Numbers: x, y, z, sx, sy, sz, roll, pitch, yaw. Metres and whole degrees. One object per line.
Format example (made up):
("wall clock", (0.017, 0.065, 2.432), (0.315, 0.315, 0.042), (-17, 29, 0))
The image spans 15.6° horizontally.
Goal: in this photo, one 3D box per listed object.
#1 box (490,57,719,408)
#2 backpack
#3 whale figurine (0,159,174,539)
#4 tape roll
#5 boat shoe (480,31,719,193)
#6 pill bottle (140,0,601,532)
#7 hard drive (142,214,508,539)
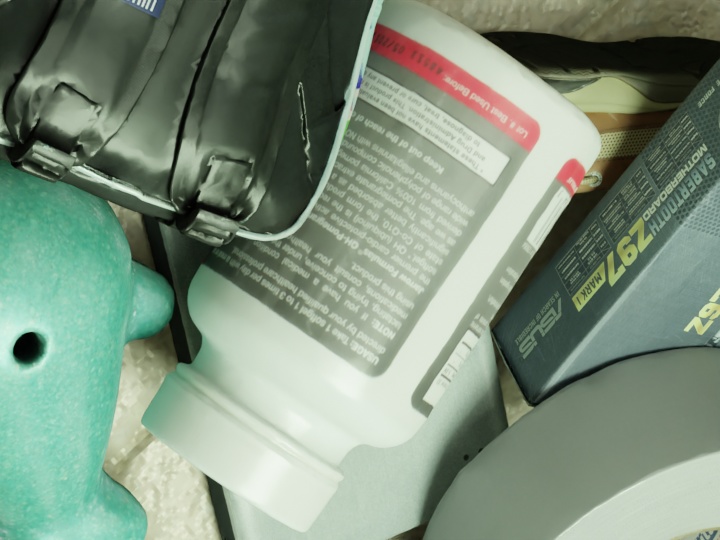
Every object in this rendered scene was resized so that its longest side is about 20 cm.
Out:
("box", (0.175, -0.012, 1.157), (0.157, 0.051, 0.200), (13, 128, -39))
("backpack", (-0.076, -0.128, 0.990), (0.177, 0.150, 0.201), (21, 93, -29))
("whale figurine", (-0.137, 0.047, 1.038), (0.158, 0.104, 0.201), (-25, 116, -20))
("tape roll", (0.127, 0.130, 1.184), (0.199, 0.066, 0.201), (-16, 136, -16))
("boat shoe", (0.131, -0.062, 1.174), (0.198, 0.076, 0.074), (2, 109, -20))
("pill bottle", (0.000, 0.000, 1.055), (0.110, 0.111, 0.201), (35, 87, -31))
("hard drive", (-0.013, 0.024, 1.140), (0.139, 0.033, 0.201), (-21, 114, -21))
